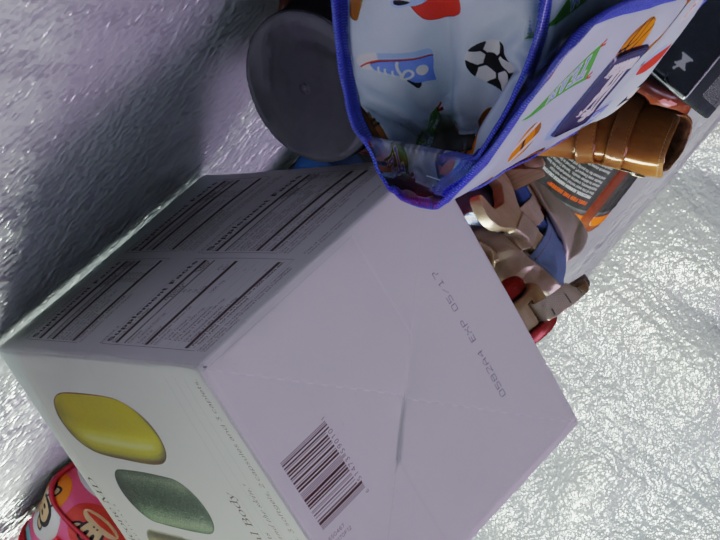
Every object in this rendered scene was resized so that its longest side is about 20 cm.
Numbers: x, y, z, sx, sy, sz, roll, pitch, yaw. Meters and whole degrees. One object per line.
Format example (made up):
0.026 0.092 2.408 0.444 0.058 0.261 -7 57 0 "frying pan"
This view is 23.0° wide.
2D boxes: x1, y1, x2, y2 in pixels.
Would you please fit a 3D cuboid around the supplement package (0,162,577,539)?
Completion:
-0.038 0.054 0.838 0.151 0.152 0.199 -42 -157 -27 "supplement package"

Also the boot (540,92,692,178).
0.124 -0.090 1.155 0.200 0.154 0.077 -30 141 -61 "boot"

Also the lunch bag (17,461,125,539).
-0.116 0.197 1.132 0.176 0.200 0.082 -27 156 -55 "lunch bag"

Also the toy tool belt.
0.088 -0.028 1.257 0.124 0.123 0.200 -33 -167 16 "toy tool belt"

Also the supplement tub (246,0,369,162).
0.031 -0.121 0.843 0.200 0.107 0.107 -36 164 -45 "supplement tub"

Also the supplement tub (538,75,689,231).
0.185 -0.105 1.472 0.107 0.107 0.201 -32 161 -55 "supplement tub"

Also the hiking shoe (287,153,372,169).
-0.047 -0.002 1.036 0.201 0.074 0.087 -54 168 29 "hiking shoe"

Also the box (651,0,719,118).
0.194 -0.189 1.139 0.107 0.148 0.200 -50 170 12 "box"

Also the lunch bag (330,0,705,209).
0.070 -0.137 0.709 0.170 0.123 0.202 -28 128 -54 "lunch bag"
